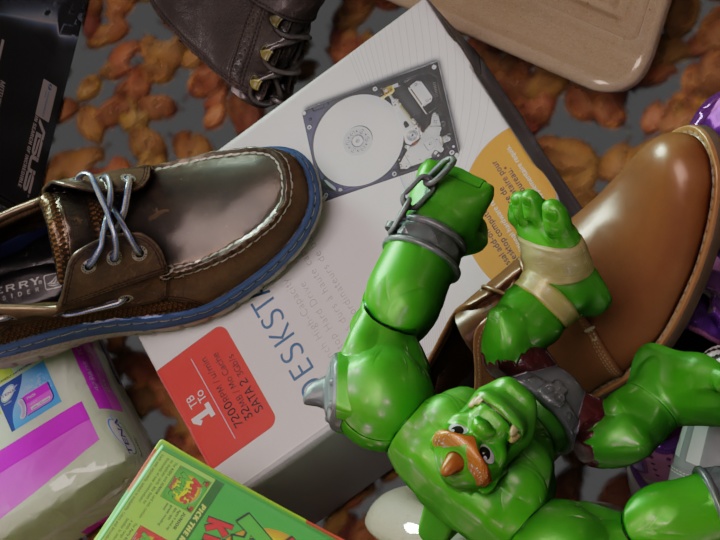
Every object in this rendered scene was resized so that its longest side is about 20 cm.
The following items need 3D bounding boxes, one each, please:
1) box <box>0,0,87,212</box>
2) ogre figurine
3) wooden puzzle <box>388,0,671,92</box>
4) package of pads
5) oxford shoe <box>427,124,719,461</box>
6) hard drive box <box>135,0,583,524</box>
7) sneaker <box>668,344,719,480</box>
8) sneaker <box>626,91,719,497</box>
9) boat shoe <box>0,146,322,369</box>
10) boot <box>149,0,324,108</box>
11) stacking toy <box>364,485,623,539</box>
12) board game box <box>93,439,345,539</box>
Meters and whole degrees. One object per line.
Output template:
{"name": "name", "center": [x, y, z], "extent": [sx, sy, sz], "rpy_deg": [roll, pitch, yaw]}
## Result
{"name": "box", "center": [-0.196, -0.142, 1.274], "extent": [0.043, 0.160, 0.200], "rpy_deg": [6, 76, 26]}
{"name": "ogre figurine", "center": [0.070, 0.056, 1.002], "extent": [0.200, 0.098, 0.120], "rpy_deg": [46, 74, -4]}
{"name": "wooden puzzle", "center": [0.090, -0.205, 1.215], "extent": [0.185, 0.046, 0.200], "rpy_deg": [27, 106, 30]}
{"name": "package of pads", "center": [-0.212, 0.085, 1.261], "extent": [0.200, 0.068, 0.155], "rpy_deg": [-33, 65, 10]}
{"name": "oxford shoe", "center": [0.083, 0.016, 1.078], "extent": [0.200, 0.071, 0.071], "rpy_deg": [-54, 39, 30]}
{"name": "hard drive box", "center": [0.000, 0.000, 1.194], "extent": [0.200, 0.077, 0.156], "rpy_deg": [-37, 63, 9]}
{"name": "sneaker", "center": [0.215, 0.114, 1.057], "extent": [0.200, 0.075, 0.116], "rpy_deg": [20, 97, 1]}
{"name": "sneaker", "center": [0.154, 0.010, 1.119], "extent": [0.080, 0.088, 0.200], "rpy_deg": [6, 75, 26]}
{"name": "boat shoe", "center": [-0.115, -0.008, 1.161], "extent": [0.200, 0.072, 0.072], "rpy_deg": [-23, 65, 15]}
{"name": "boot", "center": [-0.017, -0.155, 1.231], "extent": [0.200, 0.069, 0.174], "rpy_deg": [38, 118, 37]}
{"name": "stacking toy", "center": [0.060, 0.197, 1.093], "extent": [0.146, 0.146, 0.200], "rpy_deg": [12, 94, 26]}
{"name": "board game box", "center": [-0.092, 0.181, 1.061], "extent": [0.102, 0.048, 0.200], "rpy_deg": [27, 70, 18]}
